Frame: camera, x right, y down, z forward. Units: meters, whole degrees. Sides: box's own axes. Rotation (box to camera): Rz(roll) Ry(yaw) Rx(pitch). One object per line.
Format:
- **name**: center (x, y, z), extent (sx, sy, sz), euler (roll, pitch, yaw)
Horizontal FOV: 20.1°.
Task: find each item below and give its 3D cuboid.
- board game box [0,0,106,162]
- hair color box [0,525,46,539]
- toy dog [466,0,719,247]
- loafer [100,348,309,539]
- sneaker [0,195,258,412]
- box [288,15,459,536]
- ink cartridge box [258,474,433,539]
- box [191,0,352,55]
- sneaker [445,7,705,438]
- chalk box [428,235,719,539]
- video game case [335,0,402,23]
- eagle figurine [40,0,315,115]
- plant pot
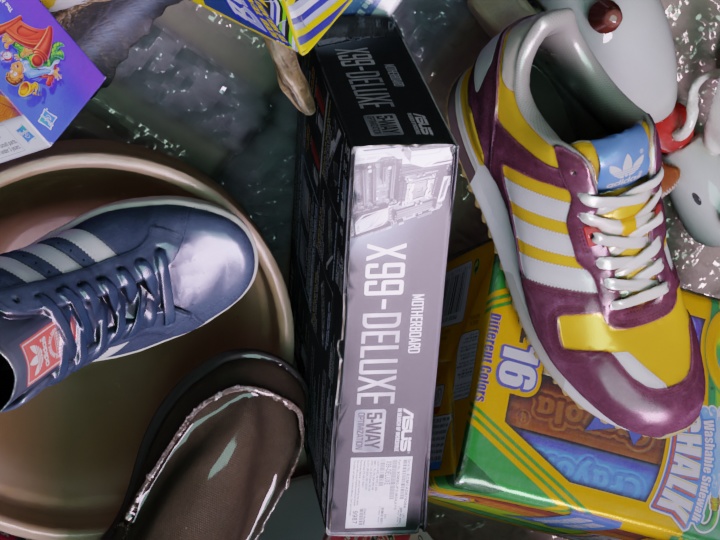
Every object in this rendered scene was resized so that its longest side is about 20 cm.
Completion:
- **board game box**: center (-0.220, -0.099, 0.884), extent (0.135, 0.199, 0.045), euler (50, 53, -23)
- **hair color box**: center (-0.250, 0.117, 1.006), extent (0.199, 0.099, 0.061), euler (20, 107, -18)
- **toy dog**: center (0.147, -0.090, 1.004), extent (0.199, 0.096, 0.132), euler (29, 104, -20)
- **loafer**: center (-0.081, 0.131, 0.962), extent (0.073, 0.071, 0.201), euler (23, 106, -21)
- **sneaker**: center (-0.135, 0.023, 0.893), extent (0.199, 0.085, 0.075), euler (-16, 114, -13)
- **box**: center (0.000, 0.000, 0.967), extent (0.049, 0.158, 0.201), euler (-1, 117, -10)
- **ink cartridge box**: center (0.009, 0.223, 1.068), extent (0.083, 0.146, 0.200), euler (-18, 122, 40)
- **box**: center (0.006, -0.188, 0.835), extent (0.200, 0.064, 0.070), euler (-50, 151, -20)
- **sneaker**: center (0.107, -0.020, 0.924), extent (0.075, 0.090, 0.201), euler (-25, 82, -28)
- **chalk box**: center (0.126, 0.074, 1.029), extent (0.199, 0.125, 0.125), euler (17, 77, -16)
- **video game case**: center (-0.044, -0.205, 0.963), extent (0.199, 0.018, 0.143), euler (33, 101, -21)
- **eagle figurine**: center (-0.128, -0.141, 0.916), extent (0.151, 0.199, 0.153), euler (10, 79, -56)
- **plant pot**: center (-0.136, 0.023, 0.994), extent (0.199, 0.093, 0.202), euler (-5, 114, -10)
